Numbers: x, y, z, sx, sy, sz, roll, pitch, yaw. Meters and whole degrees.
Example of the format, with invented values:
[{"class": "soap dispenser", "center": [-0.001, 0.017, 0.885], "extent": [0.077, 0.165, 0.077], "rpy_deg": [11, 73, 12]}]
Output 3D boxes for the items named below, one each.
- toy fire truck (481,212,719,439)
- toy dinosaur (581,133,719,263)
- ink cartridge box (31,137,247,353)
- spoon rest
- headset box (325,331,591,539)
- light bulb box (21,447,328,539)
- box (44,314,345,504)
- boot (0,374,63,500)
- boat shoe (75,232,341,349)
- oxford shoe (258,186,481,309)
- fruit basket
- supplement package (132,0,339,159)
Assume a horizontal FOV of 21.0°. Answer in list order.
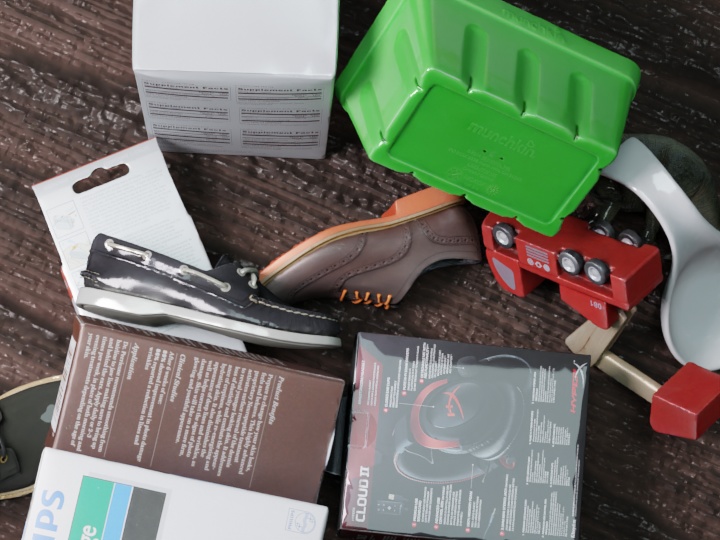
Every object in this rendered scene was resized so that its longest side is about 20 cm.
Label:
[{"class": "toy fire truck", "center": [0.183, 0.034, 1.468], "extent": [0.199, 0.142, 0.049], "rpy_deg": [23, 48, 40]}, {"class": "toy dinosaur", "center": [0.221, -0.067, 1.505], "extent": [0.198, 0.077, 0.103], "rpy_deg": [19, 91, 6]}, {"class": "ink cartridge box", "center": [-0.166, 0.013, 1.482], "extent": [0.108, 0.050, 0.202], "rpy_deg": [-21, 79, -9]}, {"class": "spoon rest", "center": [0.247, -0.007, 1.463], "extent": [0.099, 0.061, 0.201], "rpy_deg": [-40, 116, -8]}, {"class": "headset box", "center": [0.066, 0.131, 1.454], "extent": [0.198, 0.075, 0.150], "rpy_deg": [5, 77, -2]}, {"class": "light bulb box", "center": [-0.133, 0.215, 1.365], "extent": [0.198, 0.198, 0.126], "rpy_deg": [12, 77, -1]}, {"class": "box", "center": [-0.120, 0.102, 1.407], "extent": [0.198, 0.075, 0.101], "rpy_deg": [14, 91, -12]}, {"class": "boot", "center": [-0.277, 0.129, 1.407], "extent": [0.199, 0.138, 0.078], "rpy_deg": [-29, 80, -9]}, {"class": "boat shoe", "center": [-0.108, 0.017, 1.426], "extent": [0.198, 0.074, 0.061], "rpy_deg": [10, 80, 5]}, {"class": "oxford shoe", "center": [0.000, 0.000, 1.484], "extent": [0.198, 0.071, 0.073], "rpy_deg": [-24, 85, -8]}, {"class": "fruit basket", "center": [0.088, -0.139, 1.444], "extent": [0.214, 0.156, 0.217], "rpy_deg": [22, 38, -18]}, {"class": "supplement package", "center": [-0.090, -0.205, 1.457], "extent": [0.145, 0.200, 0.193], "rpy_deg": [2, 77, -2]}]
